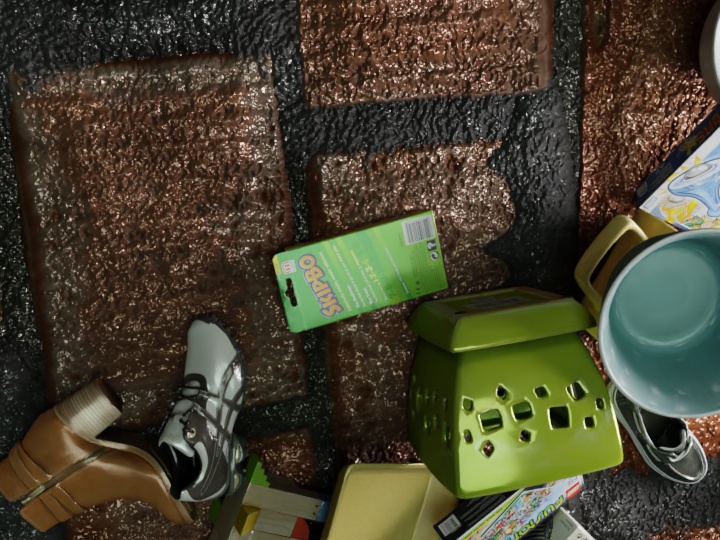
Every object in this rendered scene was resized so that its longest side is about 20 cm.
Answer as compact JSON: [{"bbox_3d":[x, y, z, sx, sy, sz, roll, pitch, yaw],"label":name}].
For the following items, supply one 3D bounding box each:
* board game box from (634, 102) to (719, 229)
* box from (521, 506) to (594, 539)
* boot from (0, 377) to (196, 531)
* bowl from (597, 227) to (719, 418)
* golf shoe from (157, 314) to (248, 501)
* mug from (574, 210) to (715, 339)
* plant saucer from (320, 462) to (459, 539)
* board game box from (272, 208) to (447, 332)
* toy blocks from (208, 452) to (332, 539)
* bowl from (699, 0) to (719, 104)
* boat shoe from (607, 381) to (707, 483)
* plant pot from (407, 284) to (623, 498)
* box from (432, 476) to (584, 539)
[{"bbox_3d":[0.446,-0.126,0.939,0.133,0.035,0.201,21,134,-15],"label":"board game box"},{"bbox_3d":[0.218,0.404,1.019,0.068,0.082,0.200,43,87,-17],"label":"box"},{"bbox_3d":[-0.290,0.239,0.865,0.155,0.077,0.201,-40,104,-5],"label":"boot"},{"bbox_3d":[0.338,0.041,0.835,0.196,0.105,0.205,0,108,1],"label":"bowl"},{"bbox_3d":[-0.174,0.151,0.854,0.094,0.077,0.205,-5,89,-53],"label":"golf shoe"},{"bbox_3d":[0.334,0.022,0.955,0.186,0.149,0.154,39,99,-3],"label":"mug"},{"bbox_3d":[0.023,0.316,0.946,0.197,0.048,0.204,11,98,-38],"label":"plant saucer"},{"bbox_3d":[0.000,0.000,0.919,0.196,0.030,0.097,-16,103,-13],"label":"board game box"},{"bbox_3d":[-0.107,0.325,0.927,0.135,0.100,0.203,22,91,-28],"label":"toy blocks"},{"bbox_3d":[0.486,-0.269,0.955,0.197,0.090,0.206,-2,101,-12],"label":"bowl"},{"bbox_3d":[0.397,0.220,1.032,0.200,0.071,0.072,43,89,-17],"label":"boat shoe"},{"bbox_3d":[0.161,0.122,0.897,0.196,0.199,0.186,-8,96,-11],"label":"plant pot"},{"bbox_3d":[0.189,0.294,0.985,0.198,0.035,0.111,-36,134,-9],"label":"box"}]
